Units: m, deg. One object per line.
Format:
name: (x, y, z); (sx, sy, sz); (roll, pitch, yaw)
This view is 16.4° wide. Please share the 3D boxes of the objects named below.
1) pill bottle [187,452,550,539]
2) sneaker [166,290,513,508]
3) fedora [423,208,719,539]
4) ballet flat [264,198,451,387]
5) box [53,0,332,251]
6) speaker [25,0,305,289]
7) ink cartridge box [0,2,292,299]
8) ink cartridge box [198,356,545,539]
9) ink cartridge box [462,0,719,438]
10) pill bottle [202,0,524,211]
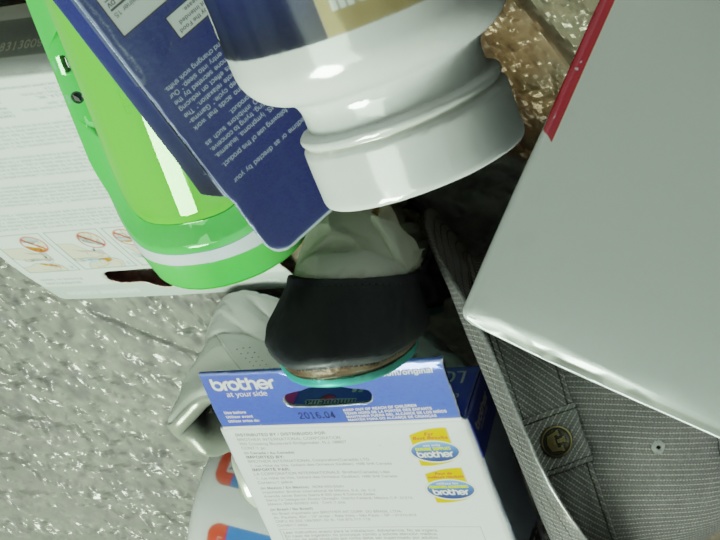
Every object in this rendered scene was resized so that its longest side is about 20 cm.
pill bottle: (0.023, 0.142, 1.263); (0.199, 0.112, 0.112); (12, 140, 20)
sneaker: (-0.011, 0.077, 1.190); (0.200, 0.099, 0.078); (9, 148, 44)
fedora: (0.107, 0.049, 1.093); (0.090, 0.200, 0.177); (-22, 171, 7)
ballet flat: (0.000, 0.000, 1.073); (0.073, 0.200, 0.073); (2, 99, 11)
box: (-0.054, -0.118, 0.983); (0.200, 0.121, 0.032); (53, 163, -17)
speaker: (-0.085, -0.094, 1.056); (0.088, 0.088, 0.200); (0, 124, 31)
ink cartridge box: (-0.136, -0.054, 1.205); (0.160, 0.047, 0.200); (-3, 149, 33)
ink cartridge box: (0.015, 0.105, 1.127); (0.119, 0.042, 0.200); (-4, 132, 23)
ink cartridge box: (0.134, -0.021, 0.912); (0.144, 0.146, 0.200); (23, -176, 5)
pill bottle: (-0.011, -0.128, 0.924); (0.111, 0.111, 0.200); (-11, 108, 39)
